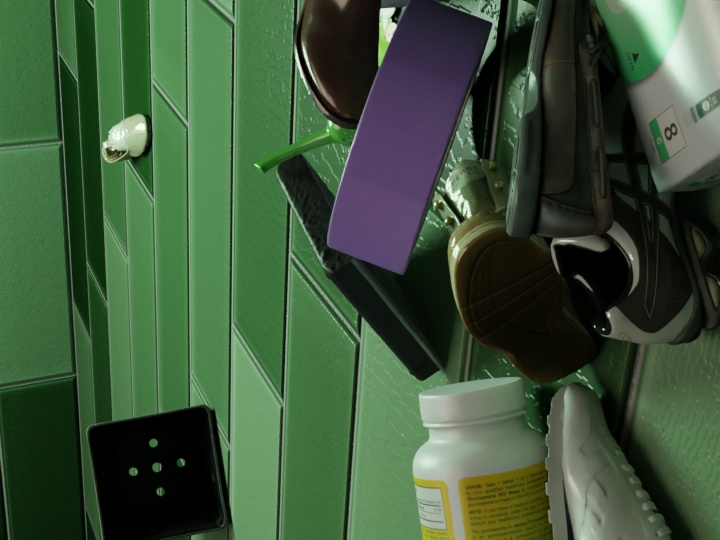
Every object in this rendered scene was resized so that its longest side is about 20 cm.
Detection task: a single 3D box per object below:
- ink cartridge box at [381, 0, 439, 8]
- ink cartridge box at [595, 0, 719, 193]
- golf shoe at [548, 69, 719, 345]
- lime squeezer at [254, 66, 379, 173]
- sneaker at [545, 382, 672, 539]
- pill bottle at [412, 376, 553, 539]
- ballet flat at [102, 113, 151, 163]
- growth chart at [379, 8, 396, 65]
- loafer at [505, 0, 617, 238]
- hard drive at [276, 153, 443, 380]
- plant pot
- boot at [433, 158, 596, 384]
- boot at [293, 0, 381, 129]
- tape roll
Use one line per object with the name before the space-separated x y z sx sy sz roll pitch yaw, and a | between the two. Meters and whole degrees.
ink cartridge box | 0.026 -0.321 0.965 0.175 0.083 0.203 -168 70 -66
ink cartridge box | 0.207 -0.153 0.638 0.200 0.049 0.163 133 125 -65
golf shoe | 0.155 -0.046 0.738 0.078 0.093 0.202 114 143 -54
lime squeezer | -0.002 -0.145 1.013 0.038 0.200 0.070 46 172 -26
sneaker | 0.174 0.171 0.810 0.076 0.080 0.203 42 -141 -53
pill bottle | 0.102 0.191 0.924 0.112 0.111 0.203 170 92 -67
ballet flat | -0.425 -0.231 2.106 0.200 0.069 0.071 159 102 -67
growth chart | 0.000 -0.239 1.142 0.145 0.018 0.202 127 130 -59
loafer | 0.130 -0.103 0.726 0.072 0.062 0.202 88 -168 -59
hard drive | 0.000 0.000 1.058 0.200 0.033 0.140 50 -171 -49
plant pot | -0.335 0.333 1.951 0.177 0.197 0.203 161 100 -80
boot | 0.092 -0.021 0.831 0.200 0.071 0.156 45 -160 -53
boot | 0.015 -0.225 0.835 0.200 0.063 0.189 -40 55 57
tape roll | 0.038 -0.102 0.898 0.200 0.065 0.203 20 -90 -87
